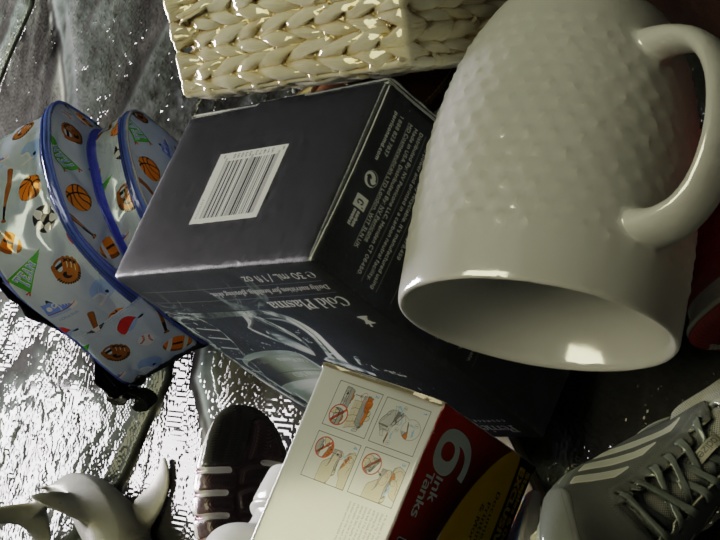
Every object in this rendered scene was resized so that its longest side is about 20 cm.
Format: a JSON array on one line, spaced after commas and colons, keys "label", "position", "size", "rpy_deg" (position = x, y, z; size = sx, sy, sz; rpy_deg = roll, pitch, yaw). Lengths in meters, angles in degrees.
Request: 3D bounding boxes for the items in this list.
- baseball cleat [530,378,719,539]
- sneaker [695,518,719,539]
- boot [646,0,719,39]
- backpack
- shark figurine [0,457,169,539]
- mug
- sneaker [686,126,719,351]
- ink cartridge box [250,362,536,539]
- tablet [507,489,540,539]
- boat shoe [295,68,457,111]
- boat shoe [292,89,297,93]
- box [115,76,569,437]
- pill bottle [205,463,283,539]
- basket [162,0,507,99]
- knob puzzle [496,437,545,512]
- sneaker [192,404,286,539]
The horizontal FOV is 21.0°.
[{"label": "baseball cleat", "position": [0.154, 0.097, 0.954], "size": [0.070, 0.200, 0.106], "rpy_deg": [47, 120, 4]}, {"label": "sneaker", "position": [0.187, 0.173, 0.924], "size": [0.074, 0.079, 0.200], "rpy_deg": [-39, 9, 29]}, {"label": "boot", "position": [0.164, -0.164, 1.027], "size": [0.072, 0.166, 0.200], "rpy_deg": [-55, 40, 10]}, {"label": "backpack", "position": [-0.192, -0.028, 1.423], "size": [0.154, 0.190, 0.200], "rpy_deg": [-38, 50, 18]}, {"label": "shark figurine", "position": [-0.226, 0.185, 1.486], "size": [0.214, 0.089, 0.128], "rpy_deg": [18, 92, 51]}, {"label": "mug", "position": [0.120, -0.057, 0.991], "size": [0.200, 0.147, 0.176], "rpy_deg": [-16, 58, 56]}, {"label": "sneaker", "position": [0.225, -0.054, 0.996], "size": [0.200, 0.078, 0.116], "rpy_deg": [-41, 51, 35]}, {"label": "ink cartridge box", "position": [0.013, 0.176, 1.069], "size": [0.084, 0.176, 0.200], "rpy_deg": [17, 79, 32]}, {"label": "tablet", "position": [0.059, 0.230, 1.087], "size": [0.130, 0.014, 0.200], "rpy_deg": [-61, -7, -72]}, {"label": "boat shoe", "position": [0.008, -0.108, 1.237], "size": [0.200, 0.072, 0.068], "rpy_deg": [-37, 17, 46]}, {"label": "boat shoe", "position": [-0.036, -0.158, 1.349], "size": [0.202, 0.086, 0.075], "rpy_deg": [27, 100, 51]}, {"label": "box", "position": [0.000, 0.000, 1.145], "size": [0.200, 0.196, 0.124], "rpy_deg": [-5, 56, 51]}, {"label": "pill bottle", "position": [-0.063, 0.221, 1.157], "size": [0.111, 0.111, 0.200], "rpy_deg": [-3, 52, 51]}, {"label": "basket", "position": [-0.008, -0.170, 1.113], "size": [0.200, 0.135, 0.124], "rpy_deg": [-2, 98, 42]}, {"label": "knob puzzle", "position": [0.028, 0.163, 1.214], "size": [0.219, 0.030, 0.220], "rpy_deg": [-19, 65, 47]}, {"label": "sneaker", "position": [-0.106, 0.199, 1.339], "size": [0.115, 0.076, 0.201], "rpy_deg": [-24, 62, 49]}]
